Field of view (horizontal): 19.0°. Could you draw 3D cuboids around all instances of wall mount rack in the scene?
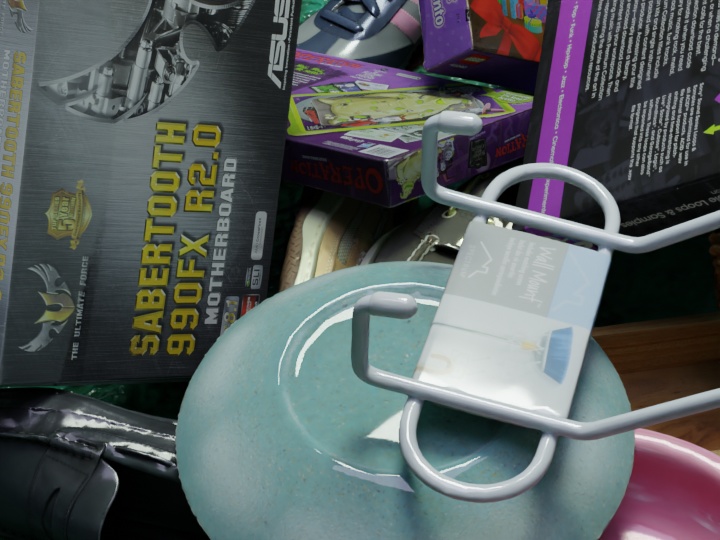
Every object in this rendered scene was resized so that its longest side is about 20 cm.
[{"bbox_3d":[0.094,0.007,0.889,0.173,0.075,0.200,13,47,9],"label":"wall mount rack"}]

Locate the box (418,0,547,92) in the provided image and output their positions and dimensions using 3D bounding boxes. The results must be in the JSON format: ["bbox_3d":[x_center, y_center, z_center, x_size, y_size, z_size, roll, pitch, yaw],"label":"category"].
[{"bbox_3d":[0.109,-0.163,1.160,0.199,0.039,0.138,5,72,-42],"label":"box"}]

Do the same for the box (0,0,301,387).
[{"bbox_3d":[-0.107,-0.050,0.990,0.048,0.201,0.158,13,8,42],"label":"box"}]

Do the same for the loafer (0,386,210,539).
[{"bbox_3d":[-0.116,0.097,0.953,0.199,0.068,0.071,6,31,3],"label":"loafer"}]

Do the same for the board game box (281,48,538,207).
[{"bbox_3d":[-0.012,-0.077,1.104,0.120,0.032,0.200,-26,29,-36],"label":"board game box"}]

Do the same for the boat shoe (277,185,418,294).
[{"bbox_3d":[0.000,0.000,1.074,0.076,0.072,0.200,13,40,-1],"label":"boat shoe"}]

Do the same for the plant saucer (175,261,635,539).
[{"bbox_3d":[0.018,0.057,0.920,0.200,0.039,0.202,-2,46,2],"label":"plant saucer"}]

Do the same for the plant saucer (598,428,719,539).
[{"bbox_3d":[0.095,0.153,0.885,0.199,0.051,0.201,-2,45,2],"label":"plant saucer"}]

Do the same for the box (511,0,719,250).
[{"bbox_3d":[0.162,-0.091,0.989,0.199,0.036,0.144,-17,52,44],"label":"box"}]

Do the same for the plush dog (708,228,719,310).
[{"bbox_3d":[0.254,-0.020,0.976,0.172,0.200,0.160,38,9,15],"label":"plush dog"}]

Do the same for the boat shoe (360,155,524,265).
[{"bbox_3d":[0.060,-0.009,1.054,0.060,0.072,0.202,-30,9,40],"label":"boat shoe"}]

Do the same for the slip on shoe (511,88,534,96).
[{"bbox_3d":[0.141,-0.150,1.260,0.076,0.061,0.200,-24,6,39],"label":"slip on shoe"}]

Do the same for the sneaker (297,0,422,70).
[{"bbox_3d":[0.019,-0.172,1.265,0.070,0.082,0.200,25,46,27],"label":"sneaker"}]

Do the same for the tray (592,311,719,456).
[{"bbox_3d":[0.167,0.066,1.013,0.199,0.037,0.099,-8,40,-7],"label":"tray"}]
